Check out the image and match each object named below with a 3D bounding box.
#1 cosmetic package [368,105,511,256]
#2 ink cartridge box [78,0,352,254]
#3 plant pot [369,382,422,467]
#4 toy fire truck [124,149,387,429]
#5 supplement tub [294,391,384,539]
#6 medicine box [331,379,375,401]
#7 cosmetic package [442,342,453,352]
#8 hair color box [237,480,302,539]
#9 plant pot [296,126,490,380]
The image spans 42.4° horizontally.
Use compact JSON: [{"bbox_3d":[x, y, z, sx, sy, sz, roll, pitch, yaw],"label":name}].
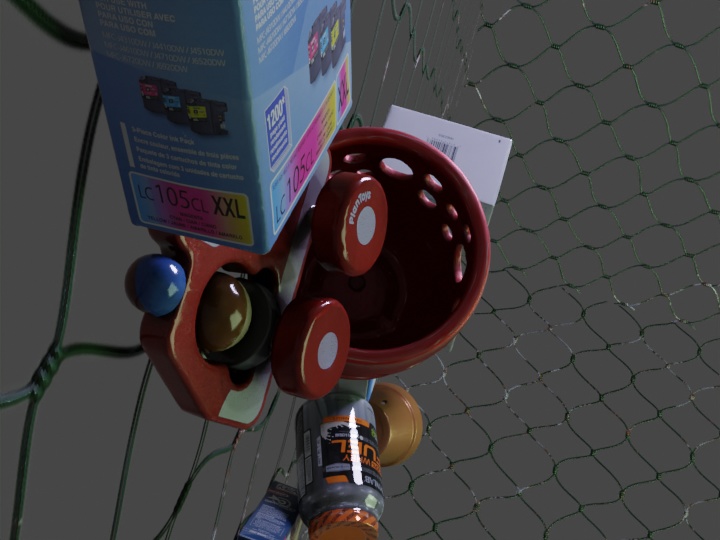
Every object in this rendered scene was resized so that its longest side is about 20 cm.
[{"bbox_3d":[0.118,-0.134,1.476,0.201,0.196,0.125,90,17,-68],"label":"cosmetic package"},{"bbox_3d":[-0.057,-0.130,0.397,0.137,0.075,0.202,-66,160,-45],"label":"ink cartridge box"},{"bbox_3d":[0.034,0.371,2.195,0.140,0.197,0.203,7,100,-68],"label":"plant pot"},{"bbox_3d":[-0.077,-0.011,0.571,0.168,0.111,0.203,35,70,-58],"label":"toy fire truck"},{"bbox_3d":[-0.031,0.285,1.312,0.124,0.120,0.202,100,-13,-48],"label":"supplement tub"},{"bbox_3d":[-0.003,0.062,1.352,0.183,0.101,0.203,94,13,-64],"label":"medicine box"},{"bbox_3d":[0.118,0.071,1.952,0.200,0.196,0.125,85,24,-75],"label":"cosmetic package"},{"bbox_3d":[-0.126,0.376,1.275,0.200,0.060,0.102,-43,150,-79],"label":"hair color box"},{"bbox_3d":[0.000,0.000,0.826,0.183,0.197,0.203,116,-6,-73],"label":"plant pot"}]
